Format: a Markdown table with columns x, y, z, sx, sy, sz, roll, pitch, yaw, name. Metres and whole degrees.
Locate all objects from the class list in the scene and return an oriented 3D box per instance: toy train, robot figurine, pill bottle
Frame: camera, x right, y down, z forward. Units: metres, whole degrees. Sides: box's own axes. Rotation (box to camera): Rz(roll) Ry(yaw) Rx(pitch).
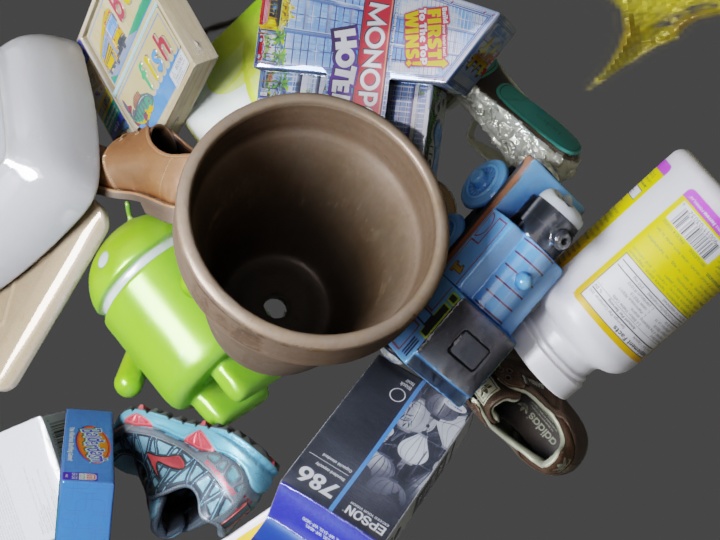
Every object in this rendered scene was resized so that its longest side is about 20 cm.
| x | y | z | sx | sy | sz | roll | pitch | yaw | name |
| --- | --- | --- | --- | --- | --- | --- | --- | --- | --- |
| 0.094 | 0.003 | 1.032 | 0.200 | 0.114 | 0.087 | -49 | 121 | 3 | toy train |
| -0.153 | 0.036 | 1.150 | 0.201 | 0.115 | 0.176 | 49 | 134 | 11 | robot figurine |
| 0.210 | 0.008 | 1.042 | 0.200 | 0.104 | 0.105 | -43 | 78 | 13 | pill bottle |

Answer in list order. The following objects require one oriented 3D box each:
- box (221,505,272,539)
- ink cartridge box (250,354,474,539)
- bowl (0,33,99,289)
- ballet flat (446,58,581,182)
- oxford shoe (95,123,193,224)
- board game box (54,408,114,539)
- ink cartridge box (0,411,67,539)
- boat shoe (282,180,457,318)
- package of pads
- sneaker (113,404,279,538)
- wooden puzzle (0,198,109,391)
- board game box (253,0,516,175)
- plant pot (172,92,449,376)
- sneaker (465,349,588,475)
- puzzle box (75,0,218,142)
| x | y | z | sx | sy | sz | roll | pitch | yaw | name |
| --- | --- | --- | --- | --- | --- | --- | --- | --- | --- |
| -0.101 | 0.280 | 1.136 | 0.199 | 0.112 | 0.102 | -35 | 82 | 16 | box |
| 0.004 | 0.163 | 1.073 | 0.099 | 0.200 | 0.039 | 28 | 141 | 14 | ink cartridge box |
| -0.321 | -0.098 | 1.172 | 0.199 | 0.074 | 0.202 | -36 | 54 | 29 | bowl |
| 0.097 | -0.139 | 1.101 | 0.072 | 0.072 | 0.200 | -44 | 78 | 13 | ballet flat |
| -0.186 | -0.093 | 1.136 | 0.198 | 0.071 | 0.072 | 17 | 108 | 38 | oxford shoe |
| -0.235 | 0.239 | 1.119 | 0.044 | 0.152 | 0.203 | 5 | 105 | -12 | board game box |
| -0.349 | 0.217 | 1.248 | 0.198 | 0.050 | 0.110 | -22 | 84 | 17 | ink cartridge box |
| 0.000 | 0.000 | 1.131 | 0.200 | 0.062 | 0.075 | -45 | 80 | 14 | boat shoe |
| -0.058 | -0.126 | 1.145 | 0.154 | 0.068 | 0.201 | -39 | 76 | 14 | package of pads |
| -0.164 | 0.175 | 1.133 | 0.198 | 0.079 | 0.096 | 0 | 51 | 45 | sneaker |
| -0.309 | -0.011 | 1.211 | 0.200 | 0.046 | 0.187 | 37 | 98 | 44 | wooden puzzle |
| 0.016 | -0.151 | 1.053 | 0.197 | 0.062 | 0.203 | 7 | 90 | 20 | board game box |
| -0.050 | -0.002 | 1.001 | 0.197 | 0.175 | 0.203 | 7 | 62 | -13 | plant pot |
| 0.109 | 0.084 | 1.089 | 0.200 | 0.075 | 0.071 | 44 | 102 | 12 | sneaker |
| -0.190 | -0.181 | 1.144 | 0.134 | 0.025 | 0.200 | 60 | 148 | 11 | puzzle box |
